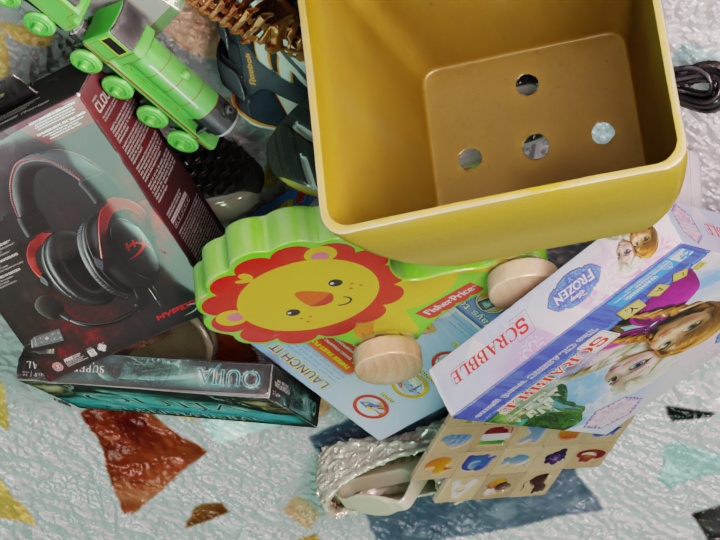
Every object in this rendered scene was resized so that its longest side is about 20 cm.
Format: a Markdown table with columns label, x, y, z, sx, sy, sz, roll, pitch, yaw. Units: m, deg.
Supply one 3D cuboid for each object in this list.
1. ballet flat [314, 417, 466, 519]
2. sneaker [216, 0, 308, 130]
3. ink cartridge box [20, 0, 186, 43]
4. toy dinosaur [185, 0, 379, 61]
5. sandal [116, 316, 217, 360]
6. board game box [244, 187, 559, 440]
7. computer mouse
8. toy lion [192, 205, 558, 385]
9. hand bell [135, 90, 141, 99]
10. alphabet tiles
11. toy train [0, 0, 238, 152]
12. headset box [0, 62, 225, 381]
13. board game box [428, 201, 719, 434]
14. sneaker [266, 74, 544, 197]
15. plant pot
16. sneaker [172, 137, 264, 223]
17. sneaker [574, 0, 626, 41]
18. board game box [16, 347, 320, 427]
| label | x | y | z | sx | sy | sz | roll | pitch | yaw |
| --- | --- | --- | --- | --- | --- | --- | --- | --- | --- |
| ballet flat | 0.053 | 0.156 | 1.735 | 0.199 | 0.072 | 0.072 | -15 | 125 | 27 |
| sneaker | -0.064 | -0.151 | 1.484 | 0.079 | 0.079 | 0.200 | -19 | 125 | 24 |
| ink cartridge box | -0.210 | -0.214 | 1.455 | 0.200 | 0.048 | 0.145 | 33 | 159 | -13 |
| toy dinosaur | -0.010 | -0.169 | 1.402 | 0.102 | 0.200 | 0.136 | 34 | 124 | 25 |
| sandal | -0.206 | 0.036 | 1.712 | 0.200 | 0.057 | 0.080 | 21 | 134 | -3 |
| board game box | 0.017 | 0.014 | 1.610 | 0.196 | 0.056 | 0.200 | -30 | 123 | 36 |
| computer mouse | 0.196 | -0.054 | 1.513 | 0.109 | 0.044 | 0.200 | 2 | 131 | 15 |
| toy lion | 0.000 | 0.000 | 1.465 | 0.200 | 0.069 | 0.191 | -30 | 144 | 34 |
| hand bell | -0.211 | -0.100 | 1.591 | 0.200 | 0.104 | 0.104 | -28 | 119 | 20 |
| alphabet tiles | 0.132 | 0.107 | 1.643 | 0.166 | 0.006 | 0.200 | -2 | 141 | -28 |
| toy train | -0.153 | -0.143 | 1.444 | 0.056 | 0.042 | 0.200 | -13 | 138 | 44 |
| headset box | -0.198 | -0.044 | 1.525 | 0.148 | 0.075 | 0.200 | -23 | 114 | 21 |
| board game box | 0.177 | 0.035 | 1.495 | 0.200 | 0.041 | 0.199 | -39 | 153 | 27 |
| sneaker | 0.033 | -0.081 | 1.473 | 0.199 | 0.078 | 0.090 | -10 | 169 | -15 |
| plant pot | 0.087 | -0.102 | 1.306 | 0.199 | 0.201 | 0.176 | -11 | 159 | 12 |
| sneaker | -0.143 | -0.034 | 1.627 | 0.199 | 0.070 | 0.093 | -12 | 134 | 27 |
| sneaker | 0.125 | -0.224 | 1.361 | 0.115 | 0.074 | 0.200 | 19 | 135 | -4 |
| board game box | -0.143 | 0.089 | 1.712 | 0.199 | 0.028 | 0.135 | 3 | 168 | 15 |
